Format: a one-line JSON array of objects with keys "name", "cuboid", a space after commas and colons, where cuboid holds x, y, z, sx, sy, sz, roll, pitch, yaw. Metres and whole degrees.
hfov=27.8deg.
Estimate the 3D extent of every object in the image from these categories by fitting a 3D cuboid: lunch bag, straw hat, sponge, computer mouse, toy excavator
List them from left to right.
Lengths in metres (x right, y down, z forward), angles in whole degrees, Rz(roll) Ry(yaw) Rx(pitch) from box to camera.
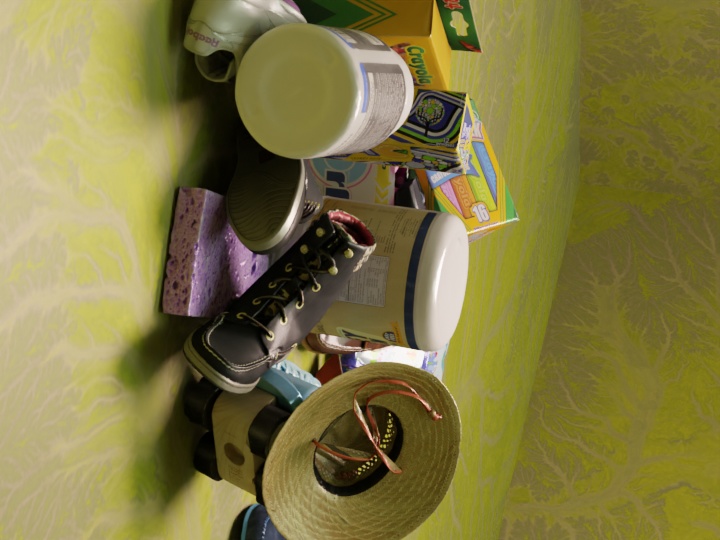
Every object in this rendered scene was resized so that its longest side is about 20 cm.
[{"name": "sponge", "cuboid": [-0.128, -0.010, 1.343, 0.200, 0.030, 0.112, 17, 81, -76]}, {"name": "toy excavator", "cuboid": [-0.063, 0.151, 1.418, 0.200, 0.100, 0.195, -40, 140, -40]}, {"name": "straw hat", "cuboid": [-0.007, 0.154, 1.330, 0.085, 0.200, 0.202, -129, -145, -58]}, {"name": "lunch bag", "cuboid": [0.042, 0.068, 1.879, 0.200, 0.127, 0.171, 36, 64, -58]}, {"name": "computer mouse", "cuboid": [0.062, -0.107, 1.562, 0.059, 0.034, 0.201, -28, 125, -71]}]

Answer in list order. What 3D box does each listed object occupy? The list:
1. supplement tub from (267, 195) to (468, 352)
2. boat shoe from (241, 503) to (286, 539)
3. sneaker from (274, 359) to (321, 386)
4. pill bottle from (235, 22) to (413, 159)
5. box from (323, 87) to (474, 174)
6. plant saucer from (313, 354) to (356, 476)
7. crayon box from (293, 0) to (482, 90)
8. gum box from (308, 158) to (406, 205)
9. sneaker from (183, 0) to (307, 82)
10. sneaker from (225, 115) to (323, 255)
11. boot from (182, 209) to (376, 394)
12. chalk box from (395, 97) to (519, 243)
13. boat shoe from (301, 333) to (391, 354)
[{"name": "supplement tub", "cuboid": [0.000, 0.000, 1.497, 0.144, 0.199, 0.145, 9, 90, -73]}, {"name": "boat shoe", "cuboid": [-0.079, 0.294, 1.607, 0.200, 0.068, 0.085, 35, 64, -74]}, {"name": "sneaker", "cuboid": [-0.074, 0.121, 1.515, 0.200, 0.082, 0.074, 60, 39, -67]}, {"name": "pill bottle", "cuboid": [-0.024, -0.159, 1.290, 0.200, 0.113, 0.114, -19, 116, -71]}, {"name": "box", "cuboid": [0.010, -0.148, 1.463, 0.070, 0.199, 0.065, 57, 42, -69]}, {"name": "plant saucer", "cuboid": [-0.030, 0.231, 1.721, 0.200, 0.037, 0.200, -101, -172, -59]}, {"name": "crayon box", "cuboid": [0.014, -0.225, 1.434, 0.127, 0.199, 0.051, 56, 38, -68]}, {"name": "gum box", "cuboid": [-0.008, -0.134, 1.575, 0.066, 0.113, 0.201, -46, 141, -66]}, {"name": "sneaker", "cuboid": [-0.108, -0.211, 1.277, 0.100, 0.075, 0.200, -64, 166, 4]}, {"name": "sneaker", "cuboid": [-0.068, -0.062, 1.338, 0.200, 0.075, 0.106, -91, 160, -50]}, {"name": "boot", "cuboid": [-0.069, 0.022, 1.281, 0.154, 0.073, 0.204, -51, 173, 17]}, {"name": "chalk box", "cuboid": [0.070, -0.119, 1.668, 0.124, 0.125, 0.201, -17, 83, -42]}, {"name": "boat shoe", "cuboid": [0.013, 0.060, 1.717, 0.200, 0.070, 0.071, -10, 100, -49]}]
